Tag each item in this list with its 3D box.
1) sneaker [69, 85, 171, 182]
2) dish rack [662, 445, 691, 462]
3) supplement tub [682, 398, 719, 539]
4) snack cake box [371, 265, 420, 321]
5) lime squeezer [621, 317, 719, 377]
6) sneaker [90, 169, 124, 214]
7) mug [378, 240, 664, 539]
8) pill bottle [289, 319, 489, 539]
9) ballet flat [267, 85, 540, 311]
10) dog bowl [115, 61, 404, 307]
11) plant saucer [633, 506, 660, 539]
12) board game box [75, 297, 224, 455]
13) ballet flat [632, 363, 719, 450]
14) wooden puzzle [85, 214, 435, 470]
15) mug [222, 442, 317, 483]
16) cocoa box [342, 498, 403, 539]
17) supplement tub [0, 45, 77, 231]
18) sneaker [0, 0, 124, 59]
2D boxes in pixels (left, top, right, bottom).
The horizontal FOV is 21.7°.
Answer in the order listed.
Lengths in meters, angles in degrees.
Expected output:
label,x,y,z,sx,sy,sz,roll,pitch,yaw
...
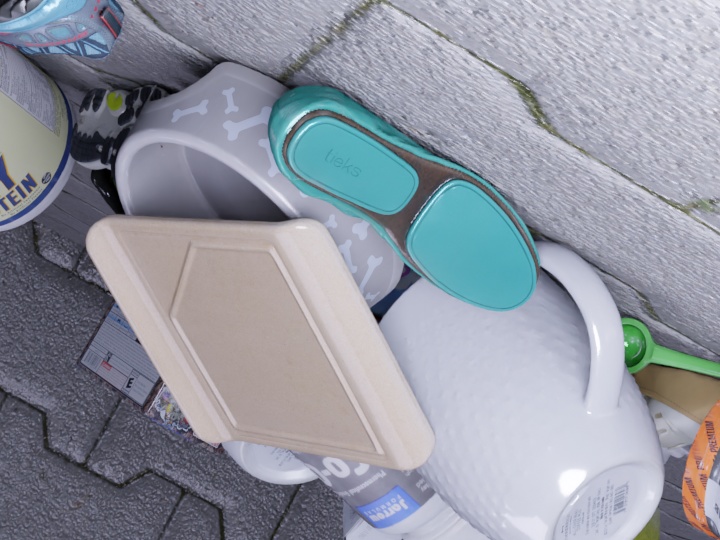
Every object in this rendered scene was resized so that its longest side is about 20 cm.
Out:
label,x,y,z,sx,sy,sz,roll,pitch,yaw
sneaker,-0.145,-0.096,1.387,0.079,0.078,0.200,12,-172,-31
dish rack,0.180,0.099,1.550,0.171,0.044,0.199,33,172,-35
supplement tub,0.294,0.143,1.090,0.199,0.123,0.122,22,171,39
snack cake box,0.000,0.000,1.443,0.199,0.068,0.115,25,170,26
lime squeezer,0.178,0.054,1.256,0.070,0.038,0.199,32,171,-28
sneaker,-0.167,-0.055,1.666,0.199,0.074,0.087,30,-179,33
mug,0.109,0.075,1.167,0.146,0.202,0.176,-11,-139,-29
pill bottle,0.018,0.120,1.375,0.200,0.114,0.114,44,169,-16
ballet flat,0.025,-0.048,1.077,0.199,0.067,0.071,33,-164,-31
dog bowl,-0.069,-0.035,1.173,0.199,0.059,0.201,28,148,19
plant saucer,0.149,0.136,1.399,0.200,0.048,0.200,46,-176,21
board game box,-0.151,0.044,1.760,0.097,0.201,0.159,33,176,-35
ballet flat,0.209,0.095,1.322,0.068,0.063,0.200,33,171,-26
wooden puzzle,-0.061,0.039,1.168,0.199,0.037,0.186,0,128,42
mug,-0.047,0.070,1.572,0.147,0.199,0.176,37,-152,-36
cocoa box,0.073,0.164,1.560,0.131,0.134,0.200,36,-163,-15
supplement tub,-0.328,-0.127,1.487,0.144,0.146,0.200,24,172,27
sneaker,-0.215,-0.158,1.111,0.199,0.080,0.095,22,173,45
